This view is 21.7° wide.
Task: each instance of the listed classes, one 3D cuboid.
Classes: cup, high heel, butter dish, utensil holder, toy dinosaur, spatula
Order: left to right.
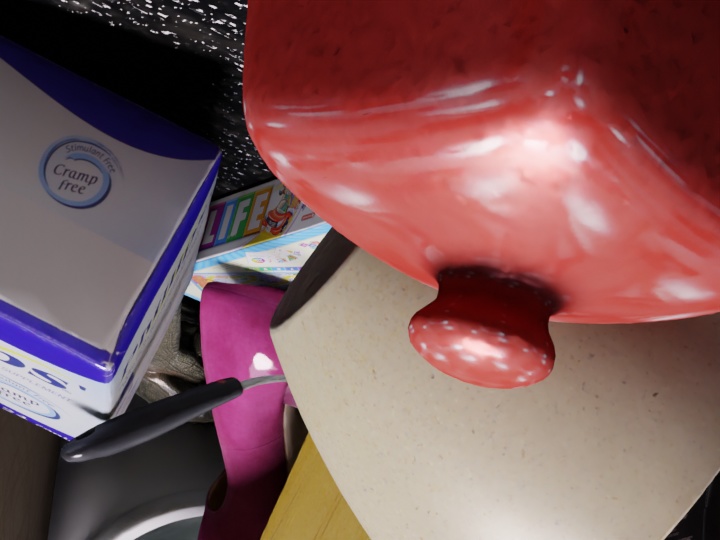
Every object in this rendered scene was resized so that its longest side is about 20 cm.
[{"bbox_3d":[-0.119,0.159,1.143,0.170,0.170,0.200,24,-163,-27],"label":"utensil holder"},{"bbox_3d":[-0.091,0.058,1.033,0.102,0.077,0.200,2,171,25],"label":"toy dinosaur"},{"bbox_3d":[-0.067,0.078,0.954,0.096,0.068,0.200,28,131,-7],"label":"high heel"},{"bbox_3d":[-0.040,0.053,0.828,0.199,0.021,0.056,-13,-175,-29],"label":"spatula"},{"bbox_3d":[0.050,0.028,0.734,0.143,0.200,0.200,38,158,-7],"label":"cup"},{"bbox_3d":[0.051,-0.037,0.559,0.199,0.148,0.200,-3,155,43],"label":"butter dish"}]

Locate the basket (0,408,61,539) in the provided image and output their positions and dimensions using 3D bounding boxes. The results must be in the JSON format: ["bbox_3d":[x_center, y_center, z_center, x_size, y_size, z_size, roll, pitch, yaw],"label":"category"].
[{"bbox_3d":[-0.237,0.072,1.043,0.180,0.201,0.136,19,161,-16],"label":"basket"}]

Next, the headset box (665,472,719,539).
[{"bbox_3d":[0.138,0.131,0.908,0.077,0.201,0.149,1,180,33],"label":"headset box"}]

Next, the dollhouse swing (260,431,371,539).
[{"bbox_3d":[-0.004,0.137,0.951,0.175,0.182,0.200,15,166,38],"label":"dollhouse swing"}]

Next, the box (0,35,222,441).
[{"bbox_3d":[-0.168,-0.020,0.810,0.184,0.105,0.200,27,162,-1],"label":"box"}]

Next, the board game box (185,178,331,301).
[{"bbox_3d":[0.000,0.000,0.901,0.134,0.034,0.200,25,160,-27],"label":"board game box"}]
